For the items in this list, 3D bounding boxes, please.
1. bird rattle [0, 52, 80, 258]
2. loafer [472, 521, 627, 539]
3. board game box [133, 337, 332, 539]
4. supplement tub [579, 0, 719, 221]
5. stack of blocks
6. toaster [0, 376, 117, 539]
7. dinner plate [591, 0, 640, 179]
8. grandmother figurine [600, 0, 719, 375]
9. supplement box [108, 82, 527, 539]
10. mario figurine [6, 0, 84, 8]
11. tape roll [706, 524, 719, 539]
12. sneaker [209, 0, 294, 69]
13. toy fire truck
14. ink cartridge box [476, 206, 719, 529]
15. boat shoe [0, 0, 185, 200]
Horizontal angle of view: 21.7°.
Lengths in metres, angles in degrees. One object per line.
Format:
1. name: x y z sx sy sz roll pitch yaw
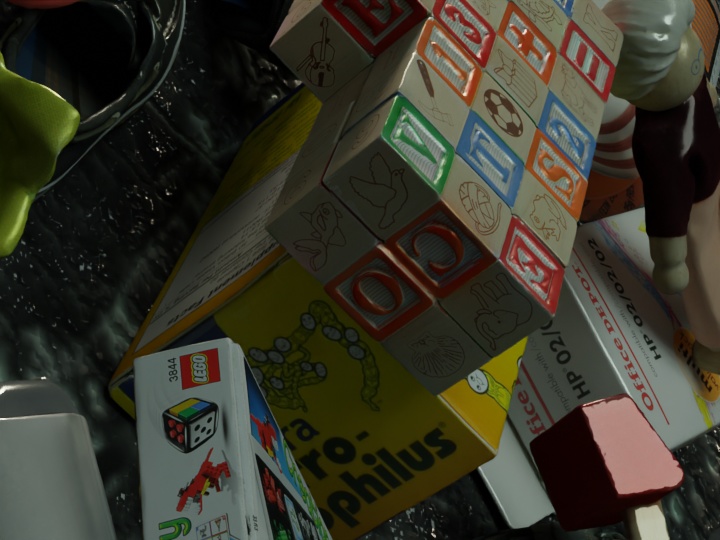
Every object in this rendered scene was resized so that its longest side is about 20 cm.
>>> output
1. bird rattle: -0.186 -0.069 0.586 0.163 0.113 0.201 -34 86 -41
2. loafer: 0.121 0.142 0.828 0.199 0.063 0.072 20 47 -43
3. board game box: -0.024 0.128 0.581 0.201 0.034 0.127 70 9 -53
4. supplement tub: 0.136 -0.117 1.027 0.123 0.122 0.200 47 33 -13
5. stack of blocks: 0.028 -0.064 0.690 0.115 0.058 0.201 44 34 -16
6. toaster: -0.137 0.108 0.472 0.199 0.113 0.130 -3 65 -57
7. dinner plate: 0.097 -0.139 0.870 0.199 0.024 0.202 20 65 -50
8. grandmother figurine: 0.148 -0.047 0.842 0.122 0.060 0.201 -86 156 -44
9. supplement box: 0.000 0.000 0.753 0.110 0.109 0.201 45 34 -16
10. mario figurine: -0.112 -0.145 0.728 0.106 0.124 0.200 34 20 -12
11. tape roll: 0.214 0.197 0.825 0.199 0.066 0.203 4 85 -43
12. sneaker: -0.016 -0.148 0.902 0.111 0.074 0.200 17 22 -9
13. toy fire truck: 0.087 0.161 0.727 0.140 0.049 0.201 -15 73 -31
14. ink cartridge box: 0.116 0.041 0.907 0.199 0.068 0.116 -16 74 -56
15. boat shoe: -0.105 -0.088 0.741 0.069 0.056 0.201 46 34 -15
